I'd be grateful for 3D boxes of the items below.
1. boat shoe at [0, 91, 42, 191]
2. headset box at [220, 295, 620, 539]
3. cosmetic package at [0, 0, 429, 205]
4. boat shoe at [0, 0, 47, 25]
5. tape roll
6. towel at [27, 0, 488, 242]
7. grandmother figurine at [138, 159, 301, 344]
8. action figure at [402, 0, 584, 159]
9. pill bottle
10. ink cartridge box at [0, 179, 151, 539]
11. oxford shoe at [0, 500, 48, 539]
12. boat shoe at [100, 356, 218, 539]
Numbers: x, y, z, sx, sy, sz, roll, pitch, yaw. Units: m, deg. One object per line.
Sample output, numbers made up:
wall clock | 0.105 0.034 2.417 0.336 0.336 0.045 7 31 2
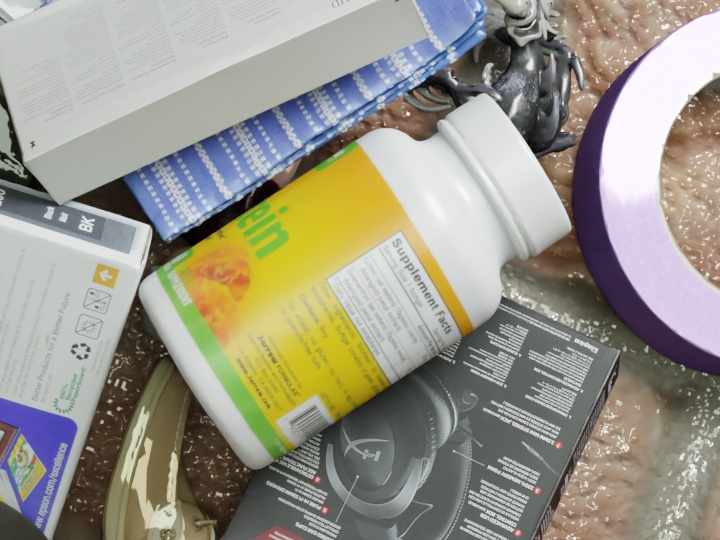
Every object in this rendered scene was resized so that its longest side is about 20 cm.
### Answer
boat shoe | -0.252 -0.088 1.237 0.199 0.074 0.076 26 92 5
headset box | 0.029 0.107 1.247 0.148 0.077 0.201 24 81 10
cosmetic package | -0.074 -0.112 1.146 0.199 0.051 0.083 -23 57 6
boat shoe | -0.213 -0.137 1.255 0.199 0.074 0.068 37 94 -16
tape roll | 0.220 -0.043 1.315 0.198 0.066 0.202 1 82 -9
towel | -0.052 -0.124 1.186 0.199 0.024 0.145 -33 78 2
grandmother figurine | -0.062 -0.051 1.281 0.121 0.061 0.201 21 83 22
action figure | 0.066 -0.125 1.276 0.118 0.101 0.202 -8 104 -49
pill bottle | 0.000 0.000 1.179 0.199 0.111 0.112 -33 89 -2
ink cartridge box | -0.225 0.036 1.193 0.198 0.044 0.199 17 122 -8
oxford shoe | -0.210 0.146 1.212 0.201 0.071 0.072 57 50 -29
boat shoe | -0.102 0.147 1.240 0.064 0.071 0.202 10 91 1
